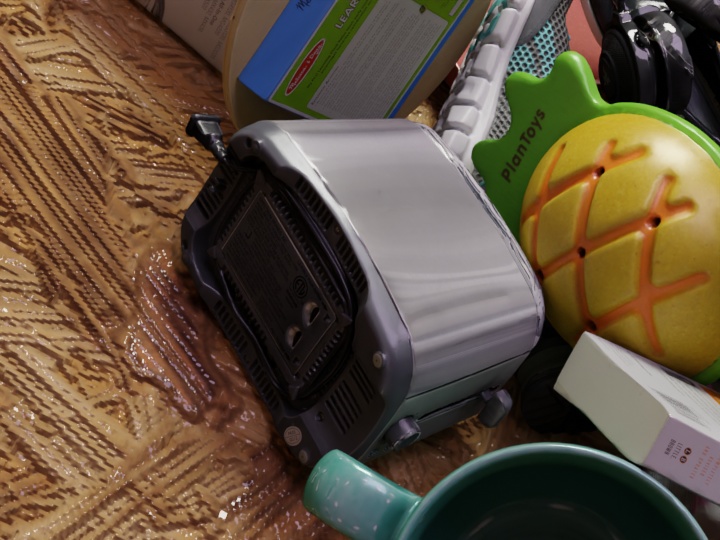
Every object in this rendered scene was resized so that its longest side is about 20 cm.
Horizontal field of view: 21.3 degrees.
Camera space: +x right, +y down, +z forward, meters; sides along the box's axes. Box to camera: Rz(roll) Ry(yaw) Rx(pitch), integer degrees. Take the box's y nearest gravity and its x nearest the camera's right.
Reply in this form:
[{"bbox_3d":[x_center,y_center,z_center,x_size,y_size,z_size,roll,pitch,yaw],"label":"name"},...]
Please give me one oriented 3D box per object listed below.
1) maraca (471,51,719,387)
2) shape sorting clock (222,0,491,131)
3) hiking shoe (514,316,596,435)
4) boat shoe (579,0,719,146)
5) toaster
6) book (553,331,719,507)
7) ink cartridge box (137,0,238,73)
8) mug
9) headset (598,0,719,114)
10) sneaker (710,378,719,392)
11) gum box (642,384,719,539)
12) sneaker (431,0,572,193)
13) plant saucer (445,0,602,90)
[{"bbox_3d":[0.130,-0.025,0.988,0.106,0.138,0.200,-1,38,-47],"label":"maraca"},{"bbox_3d":[0.004,-0.145,1.040,0.199,0.201,0.039,-21,52,-43],"label":"shape sorting clock"},{"bbox_3d":[0.164,0.030,1.078,0.198,0.076,0.101,-1,57,-33],"label":"hiking shoe"},{"bbox_3d":[0.199,-0.137,1.204,0.074,0.066,0.201,-22,91,-39],"label":"boat shoe"},{"bbox_3d":[0.000,0.000,0.972,0.128,0.114,0.201,-8,56,-42],"label":"toaster"},{"bbox_3d":[0.198,0.100,0.894,0.199,0.048,0.134,28,6,-15],"label":"book"},{"bbox_3d":[-0.083,-0.214,1.124,0.200,0.084,0.145,41,42,4],"label":"ink cartridge box"},{"bbox_3d":[0.077,0.141,0.861,0.151,0.114,0.186,-27,83,0],"label":"mug"},{"bbox_3d":[0.193,-0.137,1.125,0.200,0.123,0.094,51,0,-20],"label":"headset"},{"bbox_3d":[0.258,0.014,1.036,0.145,0.077,0.204,16,59,-19],"label":"sneaker"},{"bbox_3d":[0.205,0.159,0.996,0.113,0.066,0.201,26,43,-10],"label":"gum box"},{"bbox_3d":[0.098,-0.095,1.111,0.091,0.078,0.202,27,74,-9],"label":"sneaker"},{"bbox_3d":[0.093,-0.186,1.253,0.198,0.037,0.201,-9,59,-38],"label":"plant saucer"}]
